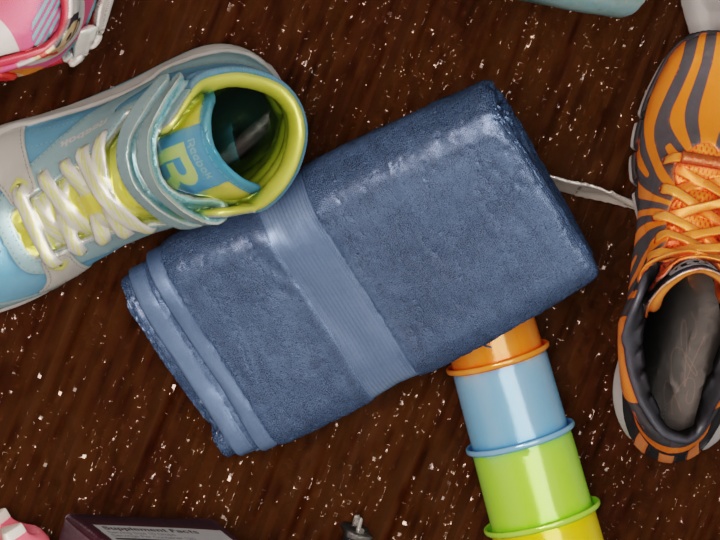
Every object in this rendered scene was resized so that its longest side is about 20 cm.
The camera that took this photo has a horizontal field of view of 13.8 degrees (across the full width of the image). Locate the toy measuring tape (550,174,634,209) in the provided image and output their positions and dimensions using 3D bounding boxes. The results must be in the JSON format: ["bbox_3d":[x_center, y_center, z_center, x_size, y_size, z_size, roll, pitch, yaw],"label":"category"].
[{"bbox_3d":[0.157,0.007,1.406,0.200,0.074,0.074,14,91,-6],"label":"toy measuring tape"}]

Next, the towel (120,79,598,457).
[{"bbox_3d":[0.000,0.000,1.338,0.200,0.049,0.112,-27,106,16],"label":"towel"}]

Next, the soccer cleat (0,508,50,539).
[{"bbox_3d":[-0.218,0.180,1.325,0.200,0.067,0.077,-28,105,-13],"label":"soccer cleat"}]

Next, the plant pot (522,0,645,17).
[{"bbox_3d":[0.057,-0.215,1.300,0.200,0.196,0.197,34,86,-23],"label":"plant pot"}]

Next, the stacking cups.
[{"bbox_3d":[0.067,0.061,1.395,0.060,0.061,0.200,-18,94,-12],"label":"stacking cups"}]

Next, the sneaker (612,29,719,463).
[{"bbox_3d":[0.156,-0.014,1.322,0.077,0.112,0.200,4,84,4],"label":"sneaker"}]

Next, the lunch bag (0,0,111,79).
[{"bbox_3d":[-0.212,-0.134,1.254,0.200,0.082,0.176,-10,96,11],"label":"lunch bag"}]

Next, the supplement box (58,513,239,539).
[{"bbox_3d":[-0.059,0.193,1.272,0.086,0.200,0.111,8,105,-39],"label":"supplement box"}]

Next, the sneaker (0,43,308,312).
[{"bbox_3d":[-0.112,-0.037,1.297,0.200,0.131,0.080,-32,103,-9],"label":"sneaker"}]

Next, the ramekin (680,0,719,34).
[{"bbox_3d":[0.259,-0.148,1.399,0.200,0.098,0.201,-1,95,-15],"label":"ramekin"}]

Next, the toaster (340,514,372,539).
[{"bbox_3d":[0.019,0.220,1.352,0.113,0.129,0.200,3,94,-15],"label":"toaster"}]
